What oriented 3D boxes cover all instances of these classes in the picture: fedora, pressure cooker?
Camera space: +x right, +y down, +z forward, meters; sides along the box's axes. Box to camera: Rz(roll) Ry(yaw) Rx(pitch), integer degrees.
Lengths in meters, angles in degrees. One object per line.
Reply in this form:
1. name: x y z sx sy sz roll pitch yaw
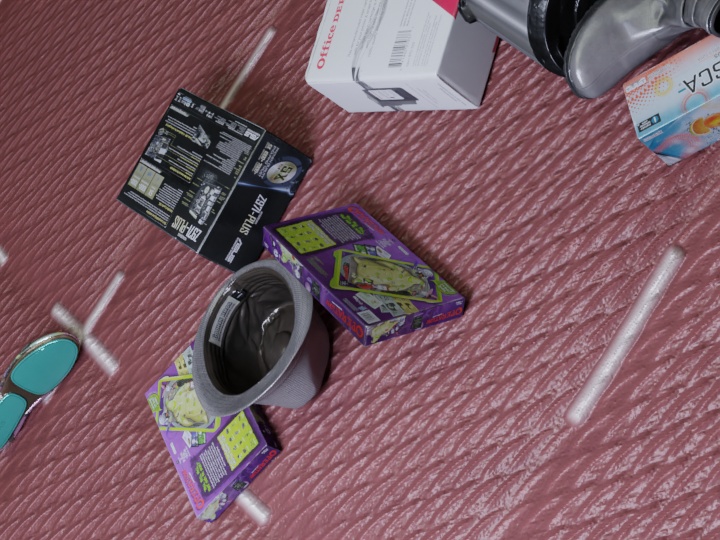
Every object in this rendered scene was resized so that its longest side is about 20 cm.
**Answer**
1. fedora: -0.094 0.084 1.436 0.177 0.090 0.200 -46 37 11
2. pressure cooker: 0.185 -0.298 1.318 0.179 0.176 0.200 -54 43 10

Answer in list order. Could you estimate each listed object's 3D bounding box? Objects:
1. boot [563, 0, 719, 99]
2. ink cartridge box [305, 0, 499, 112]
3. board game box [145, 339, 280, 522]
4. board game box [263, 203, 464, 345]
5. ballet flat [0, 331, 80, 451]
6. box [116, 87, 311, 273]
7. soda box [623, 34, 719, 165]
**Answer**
1. boot: 0.279 -0.225 1.195 0.200 0.070 0.132 -48 30 0
2. ink cartridge box: 0.050 -0.258 1.483 0.200 0.083 0.146 5 73 44
3. board game box: -0.170 0.169 1.507 0.120 0.032 0.200 -43 46 11
4. board game box: 0.000 0.000 1.374 0.200 0.120 0.032 43 142 43
5. ballet flat: -0.438 0.148 1.740 0.200 0.069 0.071 -52 25 9
6. box: -0.178 -0.108 1.611 0.200 0.086 0.164 29 90 46
7. soda box: 0.340 -0.175 1.196 0.200 0.063 0.069 -29 53 30
